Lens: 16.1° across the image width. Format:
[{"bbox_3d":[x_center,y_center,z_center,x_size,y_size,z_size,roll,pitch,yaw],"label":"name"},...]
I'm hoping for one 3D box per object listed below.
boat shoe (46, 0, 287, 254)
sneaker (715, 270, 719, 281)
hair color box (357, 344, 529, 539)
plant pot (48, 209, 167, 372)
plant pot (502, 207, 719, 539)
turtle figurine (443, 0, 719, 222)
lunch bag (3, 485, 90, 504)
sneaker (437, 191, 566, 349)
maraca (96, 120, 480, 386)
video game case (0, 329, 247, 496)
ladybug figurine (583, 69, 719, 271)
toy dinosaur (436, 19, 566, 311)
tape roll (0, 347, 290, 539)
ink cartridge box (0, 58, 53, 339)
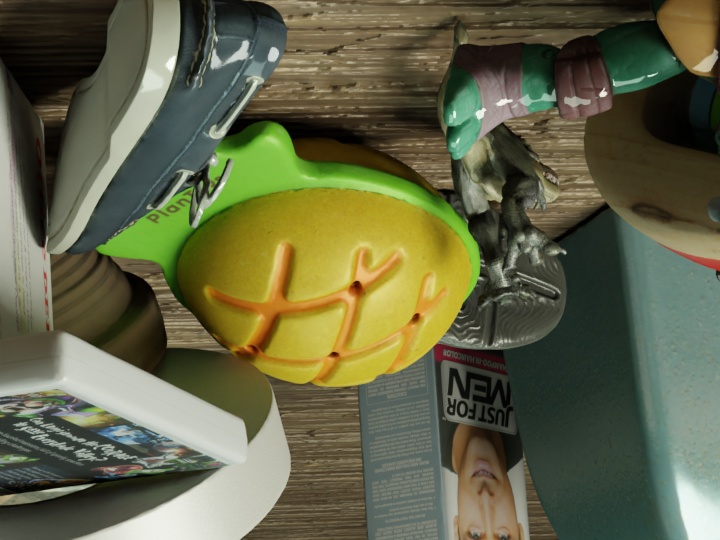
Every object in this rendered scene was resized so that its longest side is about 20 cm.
[{"bbox_3d":[-0.083,-0.058,1.025,0.062,0.075,0.200,7,151,-18],"label":"boat shoe"},{"bbox_3d":[0.180,-0.018,1.157,0.074,0.080,0.200,35,171,-14],"label":"sneaker"},{"bbox_3d":[0.051,0.125,1.537,0.060,0.201,0.099,-12,164,33],"label":"hair color box"},{"bbox_3d":[-0.196,0.017,1.186,0.200,0.093,0.201,-13,-162,4],"label":"plant pot"},{"bbox_3d":[0.201,0.084,1.408,0.195,0.201,0.196,1,165,-18],"label":"plant pot"},{"bbox_3d":[0.129,-0.084,0.868,0.199,0.151,0.101,3,-175,10],"label":"turtle figurine"},{"bbox_3d":[-0.213,0.097,1.552,0.163,0.118,0.200,-4,172,3],"label":"lunch bag"},{"bbox_3d":[0.000,0.000,1.321,0.200,0.076,0.115,9,172,-15],"label":"sneaker"},{"bbox_3d":[-0.032,-0.011,1.167,0.137,0.107,0.200,-33,139,29],"label":"maraca"},{"bbox_3d":[-0.160,0.062,0.991,0.181,0.023,0.200,-8,165,14],"label":"video game case"},{"bbox_3d":[0.165,-0.048,0.957,0.072,0.136,0.200,52,166,-29],"label":"ladybug figurine"},{"bbox_3d":[0.059,-0.036,1.113,0.047,0.089,0.200,-15,166,7],"label":"toy dinosaur"},{"bbox_3d":[-0.131,0.093,1.131,0.202,0.037,0.203,-13,-160,5],"label":"tape roll"},{"bbox_3d":[-0.211,-0.014,1.016,0.145,0.147,0.200,-5,166,3],"label":"ink cartridge box"}]
